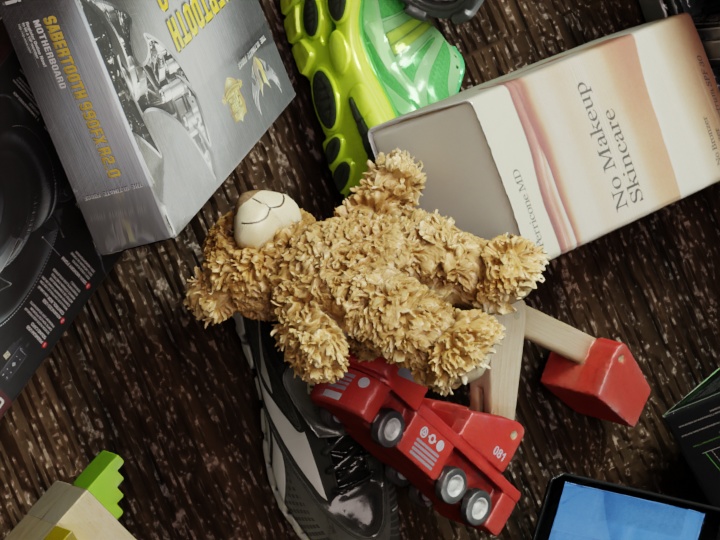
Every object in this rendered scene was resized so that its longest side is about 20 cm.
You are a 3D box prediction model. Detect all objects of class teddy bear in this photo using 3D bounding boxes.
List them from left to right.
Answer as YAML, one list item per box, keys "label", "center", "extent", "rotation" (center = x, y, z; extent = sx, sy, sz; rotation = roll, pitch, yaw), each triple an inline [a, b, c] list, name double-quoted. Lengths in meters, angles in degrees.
- label: "teddy bear"
  center: [0.000, 0.000, 1.512]
  extent: [0.145, 0.200, 0.067]
  rotation: [-48, 142, -11]

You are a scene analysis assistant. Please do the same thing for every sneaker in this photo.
- label: "sneaker"
  center: [-0.020, 0.077, 1.603]
  extent: [0.066, 0.090, 0.201]
  rotation: [-16, 90, -17]
- label: "sneaker"
  center: [0.010, -0.125, 1.653]
  extent: [0.083, 0.074, 0.201]
  rotation: [-6, 82, -44]

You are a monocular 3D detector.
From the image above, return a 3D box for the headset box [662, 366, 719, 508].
- label: "headset box"
  center: [0.292, 0.123, 1.658]
  extent: [0.174, 0.093, 0.201]
  rotation: [-34, 96, -48]

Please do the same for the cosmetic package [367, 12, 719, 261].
- label: "cosmetic package"
  center: [0.112, -0.067, 1.620]
  extent: [0.200, 0.087, 0.104]
  rotation: [-26, 97, -43]

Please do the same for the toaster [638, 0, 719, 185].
- label: "toaster"
  center: [0.250, -0.151, 1.667]
  extent: [0.118, 0.200, 0.182]
  rotation: [-23, 99, -15]

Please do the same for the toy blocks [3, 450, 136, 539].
- label: "toy blocks"
  center: [-0.159, 0.216, 1.555]
  extent: [0.200, 0.100, 0.137]
  rotation: [-48, 110, -16]

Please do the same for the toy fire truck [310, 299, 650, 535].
- label: "toy fire truck"
  center: [0.069, 0.066, 1.604]
  extent: [0.200, 0.049, 0.141]
  rotation: [44, 70, -41]

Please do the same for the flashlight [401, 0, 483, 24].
- label: "flashlight"
  center: [0.075, -0.227, 1.650]
  extent: [0.068, 0.068, 0.200]
  rotation: [43, 50, -17]

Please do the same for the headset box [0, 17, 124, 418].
- label: "headset box"
  center: [-0.208, -0.026, 1.528]
  extent: [0.200, 0.077, 0.149]
  rotation: [-54, 136, -14]

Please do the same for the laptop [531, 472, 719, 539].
- label: "laptop"
  center: [0.185, 0.221, 1.555]
  extent: [0.199, 0.103, 0.178]
  rotation: [18, 94, 27]

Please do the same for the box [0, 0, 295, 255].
- label: "box"
  center: [-0.111, -0.121, 1.524]
  extent: [0.048, 0.200, 0.159]
  rotation: [-14, 109, 24]
